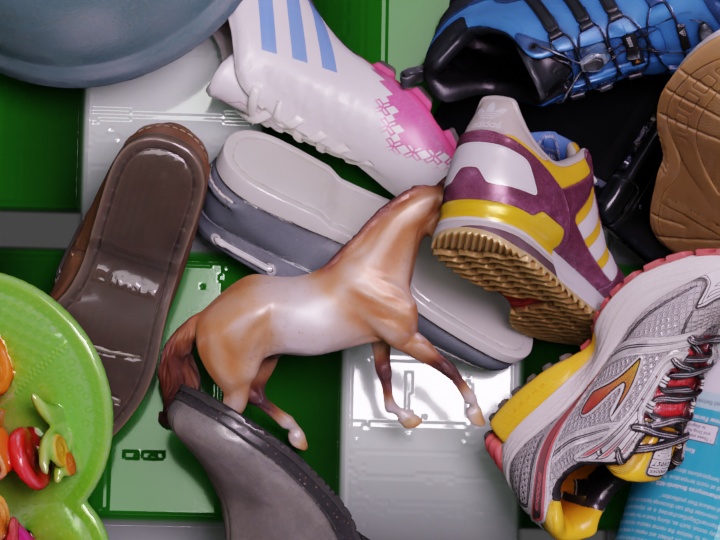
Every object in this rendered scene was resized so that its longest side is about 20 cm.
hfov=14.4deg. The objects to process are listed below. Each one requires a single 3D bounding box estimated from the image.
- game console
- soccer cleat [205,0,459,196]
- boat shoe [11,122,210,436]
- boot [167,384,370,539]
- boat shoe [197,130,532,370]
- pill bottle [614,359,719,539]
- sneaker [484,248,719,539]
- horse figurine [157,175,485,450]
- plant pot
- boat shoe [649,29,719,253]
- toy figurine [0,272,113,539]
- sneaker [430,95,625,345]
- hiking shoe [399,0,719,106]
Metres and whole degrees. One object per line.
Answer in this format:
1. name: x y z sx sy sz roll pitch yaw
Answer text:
1. game console: 0.174 -0.104 1.577 0.176 0.116 0.200 37 81 -29
2. soccer cleat: -0.030 -0.094 1.533 0.086 0.070 0.200 -37 78 -24
3. boat shoe: -0.130 0.016 1.515 0.072 0.068 0.200 28 103 -5
4. boot: -0.060 0.164 1.467 0.131 0.068 0.200 -47 118 -10
5. boat shoe: 0.000 0.000 1.540 0.200 0.073 0.062 32 125 -6
6. pill bottle: 0.188 0.150 1.498 0.111 0.111 0.200 19 82 -1
7. sneaker: 0.150 0.063 1.451 0.078 0.200 0.082 9 44 -39
8. horse figurine: -0.025 0.038 1.489 0.200 0.050 0.133 -15 116 11
9. plant pot: -0.155 -0.213 1.480 0.200 0.134 0.201 -3 69 9
10. boat shoe: 0.193 -0.077 1.443 0.071 0.200 0.069 33 64 11
11. toy figurine: -0.216 0.114 1.419 0.150 0.184 0.200 -18 97 19
12. sneaker: 0.104 -0.021 1.480 0.075 0.200 0.090 7 74 26
13. hiking shoe: 0.125 -0.115 1.480 0.087 0.200 0.074 -58 133 -37
